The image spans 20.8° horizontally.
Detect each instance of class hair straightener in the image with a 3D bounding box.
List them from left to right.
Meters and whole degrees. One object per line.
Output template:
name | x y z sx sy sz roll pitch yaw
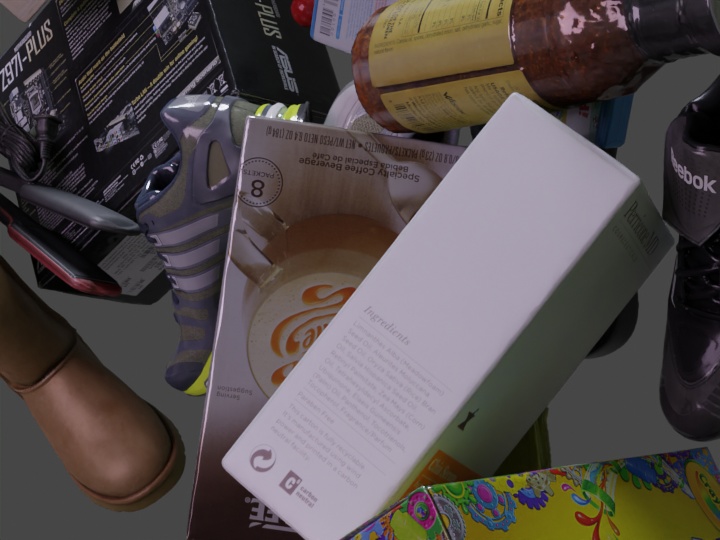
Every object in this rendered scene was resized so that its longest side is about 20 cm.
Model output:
hair straightener | -0.182 -0.056 1.118 0.200 0.041 0.077 35 107 50

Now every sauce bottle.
sauce bottle | 0.083 -0.098 0.841 0.200 0.066 0.066 -3 80 46

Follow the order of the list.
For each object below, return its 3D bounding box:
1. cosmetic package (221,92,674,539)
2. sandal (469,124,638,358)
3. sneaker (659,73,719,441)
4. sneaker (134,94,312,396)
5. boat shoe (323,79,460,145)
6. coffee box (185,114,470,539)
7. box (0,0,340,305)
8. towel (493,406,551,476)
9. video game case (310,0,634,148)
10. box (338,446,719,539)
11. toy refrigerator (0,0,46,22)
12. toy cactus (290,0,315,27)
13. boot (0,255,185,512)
cosmetic package | 0.041 0.034 0.842 0.071 0.101 0.200 38 90 23
sandal | 0.095 -0.057 0.941 0.075 0.048 0.201 -13 86 44
sneaker | 0.156 -0.025 0.826 0.066 0.090 0.201 30 104 47
sneaker | -0.083 -0.017 1.058 0.074 0.081 0.200 -67 -4 -55
boat shoe | 0.001 0.000 1.005 0.065 0.074 0.203 14 86 52
coffee box | -0.014 0.033 0.938 0.080 0.114 0.201 -144 61 -86
box | -0.118 -0.102 1.143 0.200 0.086 0.164 -41 55 34
towel | 0.023 0.127 0.998 0.200 0.018 0.086 -20 72 43
video game case | 0.056 -0.153 0.919 0.200 0.018 0.144 26 114 42
box | 0.048 0.177 0.817 0.200 0.192 0.122 -40 65 36
toy refrigerator | -0.154 -0.245 1.135 0.200 0.076 0.070 -54 14 -27
toy cactus | 0.013 -0.239 1.044 0.165 0.102 0.201 -14 68 25
boot | -0.200 0.038 1.117 0.066 0.200 0.175 -45 44 -9
